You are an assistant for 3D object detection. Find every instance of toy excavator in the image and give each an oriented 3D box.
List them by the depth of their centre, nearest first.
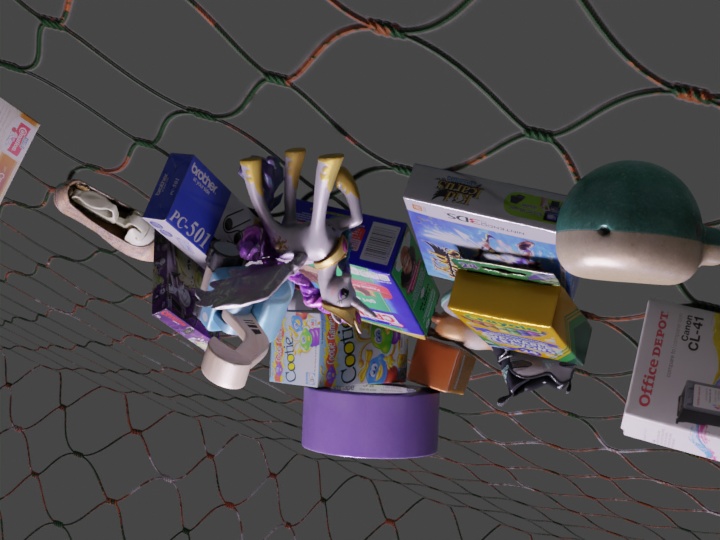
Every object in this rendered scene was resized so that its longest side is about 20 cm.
[{"bbox_3d":[-0.139,0.056,1.150,0.192,0.101,0.200,-5,-145,-43],"label":"toy excavator"}]

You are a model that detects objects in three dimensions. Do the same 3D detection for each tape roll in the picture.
[{"bbox_3d":[0.015,0.210,1.340,0.195,0.087,0.200,3,178,0],"label":"tape roll"}]

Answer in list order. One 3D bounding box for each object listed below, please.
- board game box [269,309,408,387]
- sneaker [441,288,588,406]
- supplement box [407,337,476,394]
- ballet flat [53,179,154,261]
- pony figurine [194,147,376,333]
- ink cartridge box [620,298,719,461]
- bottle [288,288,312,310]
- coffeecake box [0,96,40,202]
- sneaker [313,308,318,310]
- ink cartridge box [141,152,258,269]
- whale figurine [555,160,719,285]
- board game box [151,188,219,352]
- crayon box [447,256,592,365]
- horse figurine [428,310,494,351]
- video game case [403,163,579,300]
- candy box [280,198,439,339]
[{"bbox_3d":[-0.028,0.114,1.389,0.102,0.107,0.198,1,178,42],"label":"board game box"},{"bbox_3d":[0.184,0.104,1.203,0.196,0.142,0.078,12,160,20],"label":"sneaker"},{"bbox_3d":[0.122,0.143,1.382,0.065,0.070,0.200,16,177,16],"label":"supplement box"},{"bbox_3d":[-0.365,-0.074,1.406,0.197,0.069,0.067,27,152,-22],"label":"ballet flat"},{"bbox_3d":[-0.077,-0.029,1.042,0.189,0.204,0.166,1,-161,23],"label":"pony figurine"},{"bbox_3d":[0.404,0.131,1.046,0.196,0.150,0.086,13,159,18],"label":"ink cartridge box"},{"bbox_3d":[-0.165,0.046,1.490,0.197,0.085,0.065,7,157,36],"label":"bottle"},{"bbox_3d":[-0.530,-0.172,1.176,0.072,0.156,0.199,1,153,44],"label":"coffeecake box"},{"bbox_3d":[-0.100,0.106,1.616,0.104,0.076,0.201,16,151,26],"label":"sneaker"},{"bbox_3d":[-0.195,-0.059,1.229,0.043,0.096,0.200,8,157,31],"label":"ink cartridge box"},{"bbox_3d":[0.258,-0.041,0.857,0.157,0.106,0.198,4,179,36],"label":"whale figurine"},{"bbox_3d":[-0.234,-0.005,1.267,0.032,0.203,0.120,-18,145,17],"label":"board game box"},{"bbox_3d":[0.180,0.050,1.069,0.124,0.053,0.200,10,165,29],"label":"crayon box"},{"bbox_3d":[0.157,0.087,1.329,0.196,0.051,0.133,18,168,-1],"label":"horse figurine"},{"bbox_3d":[0.149,-0.033,1.029,0.178,0.046,0.201,15,160,19],"label":"video game case"},{"bbox_3d":[0.000,0.000,1.212,0.166,0.078,0.200,14,160,24],"label":"candy box"}]
